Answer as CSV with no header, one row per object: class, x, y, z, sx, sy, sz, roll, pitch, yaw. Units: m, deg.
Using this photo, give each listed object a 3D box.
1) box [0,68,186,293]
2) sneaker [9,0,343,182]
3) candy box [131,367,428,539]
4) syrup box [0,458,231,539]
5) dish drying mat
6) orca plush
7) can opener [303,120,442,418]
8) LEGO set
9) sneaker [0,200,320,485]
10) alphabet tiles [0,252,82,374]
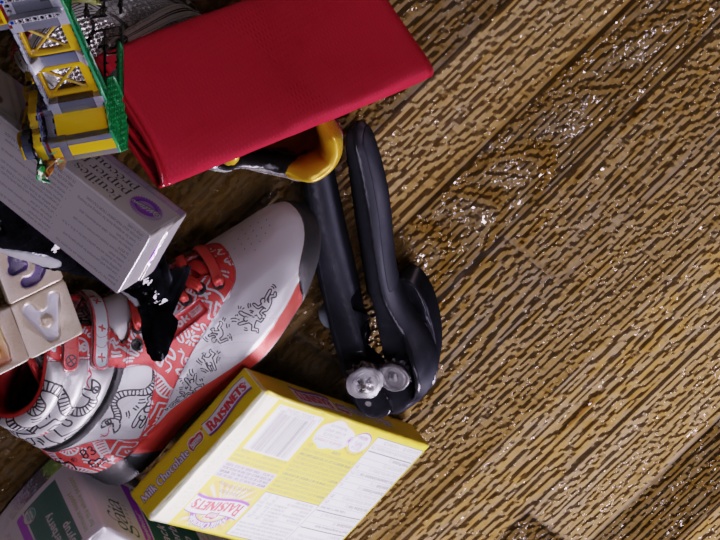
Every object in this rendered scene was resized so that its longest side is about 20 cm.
box,-0.177,-0.068,1.325,0.042,0.200,0.039,-59,168,29
sneaker,-0.088,-0.100,1.409,0.199,0.082,0.078,14,116,-34
candy box,-0.043,0.116,1.585,0.102,0.026,0.200,-46,151,12
syrup box,-0.118,0.189,1.605,0.081,0.079,0.200,-47,130,11
dish drying mat,-0.049,-0.103,1.389,0.200,0.077,0.018,-25,167,-43
orca plush,-0.158,-0.022,1.393,0.105,0.071,0.200,-46,118,-13
can opener,0.000,0.000,1.549,0.063,0.079,0.201,-10,125,12
LEGO set,-0.181,-0.142,1.277,0.115,0.201,0.154,-9,151,8
sneaker,-0.117,0.028,1.497,0.201,0.067,0.108,-47,133,14
alphabet tiles,-0.256,0.003,1.392,0.199,0.008,0.168,-28,115,-21
